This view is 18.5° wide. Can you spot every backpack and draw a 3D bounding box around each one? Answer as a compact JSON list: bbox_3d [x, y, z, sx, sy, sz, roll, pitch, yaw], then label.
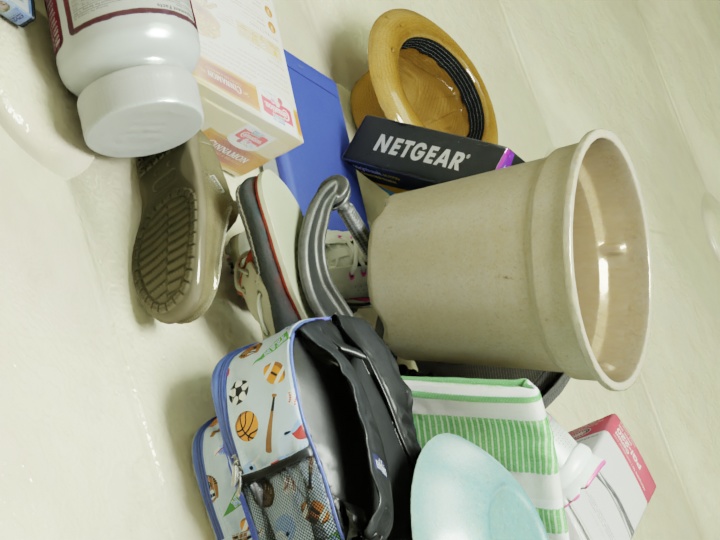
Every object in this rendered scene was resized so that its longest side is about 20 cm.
[{"bbox_3d":[-0.029,0.133,1.603,0.200,0.153,0.192,6,70,-66],"label":"backpack"}]

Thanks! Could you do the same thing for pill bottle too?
[{"bbox_3d":[-0.181,-0.194,1.664,0.109,0.109,0.201,19,52,-56],"label":"pill bottle"}]

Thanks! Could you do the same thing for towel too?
[{"bbox_3d":[0.084,0.176,1.707,0.023,0.152,0.201,-44,129,-58],"label":"towel"}]

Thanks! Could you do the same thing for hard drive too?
[{"bbox_3d":[-0.045,-0.098,1.935,0.132,0.025,0.201,28,43,-52],"label":"hard drive"}]

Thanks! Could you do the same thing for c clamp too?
[{"bbox_3d":[0.000,0.000,1.735,0.200,0.027,0.172,53,40,-48],"label":"c clamp"}]

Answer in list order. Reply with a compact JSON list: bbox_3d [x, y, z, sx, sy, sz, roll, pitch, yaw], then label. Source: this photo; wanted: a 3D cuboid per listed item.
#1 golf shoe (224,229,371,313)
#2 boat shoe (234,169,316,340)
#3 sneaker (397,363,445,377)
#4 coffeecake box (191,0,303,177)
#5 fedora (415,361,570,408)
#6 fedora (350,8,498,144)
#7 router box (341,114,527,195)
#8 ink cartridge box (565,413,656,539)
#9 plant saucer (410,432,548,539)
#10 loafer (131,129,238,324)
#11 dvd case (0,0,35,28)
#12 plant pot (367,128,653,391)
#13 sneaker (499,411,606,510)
[{"bbox_3d":[-0.034,-0.009,1.798,0.200,0.092,0.073,8,59,-59],"label":"golf shoe"},{"bbox_3d":[-0.063,0.016,1.682,0.071,0.062,0.201,-69,147,-53],"label":"boat shoe"},{"bbox_3d":[0.027,0.104,1.801,0.201,0.098,0.071,52,29,-21],"label":"sneaker"},{"bbox_3d":[-0.134,-0.198,1.803,0.153,0.073,0.201,27,43,-52],"label":"coffeecake box"},{"bbox_3d":[0.094,0.051,1.871,0.090,0.177,0.200,38,-7,-35],"label":"fedora"},{"bbox_3d":[0.050,-0.153,2.106,0.200,0.082,0.201,35,41,-38],"label":"fedora"},{"bbox_3d":[0.099,-0.067,1.932,0.149,0.200,0.051,36,78,-37],"label":"router box"},{"bbox_3d":[0.155,0.215,1.883,0.085,0.145,0.200,61,25,-9],"label":"ink cartridge box"},{"bbox_3d":[0.101,0.209,1.587,0.201,0.039,0.202,45,35,-44],"label":"plant saucer"},{"bbox_3d":[-0.125,-0.037,1.665,0.067,0.076,0.201,34,38,-36],"label":"loafer"},{"bbox_3d":[-0.311,-0.277,1.602,0.200,0.017,0.143,33,38,-47],"label":"dvd case"},{"bbox_3d":[0.112,-0.002,1.726,0.200,0.182,0.202,-4,90,-66],"label":"plant pot"},{"bbox_3d":[0.096,0.164,1.758,0.088,0.200,0.081,56,31,-4],"label":"sneaker"}]
